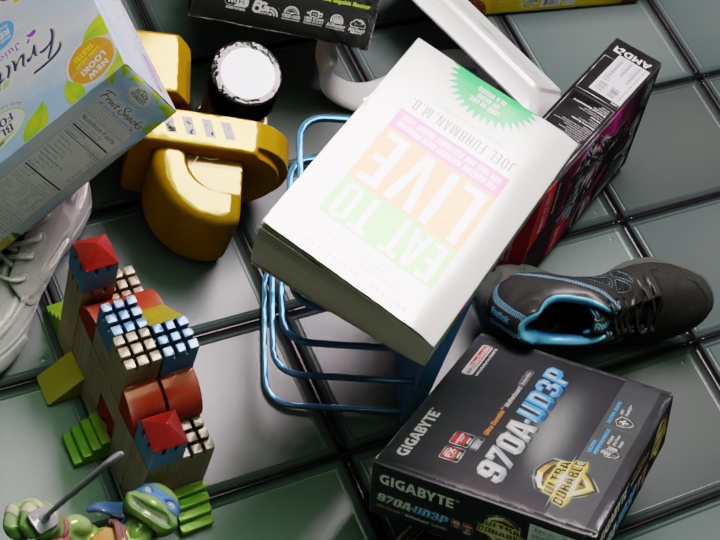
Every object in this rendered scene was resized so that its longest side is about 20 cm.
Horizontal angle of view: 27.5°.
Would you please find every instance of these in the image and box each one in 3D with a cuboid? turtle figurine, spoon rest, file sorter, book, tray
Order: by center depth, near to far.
[{"bbox_3d":[-0.165,0.211,0.885,0.144,0.199,0.195,44,71,-33],"label":"turtle figurine"},{"bbox_3d":[0.039,-0.048,0.956,0.133,0.048,0.200,33,56,7],"label":"book"},{"bbox_3d":[0.000,0.000,1.060,0.121,0.201,0.140,4,56,-10],"label":"file sorter"},{"bbox_3d":[0.046,-0.159,1.272,0.198,0.061,0.100,10,55,-27],"label":"spoon rest"},{"bbox_3d":[0.105,-0.206,1.297,0.200,0.022,0.107,47,20,15],"label":"tray"}]

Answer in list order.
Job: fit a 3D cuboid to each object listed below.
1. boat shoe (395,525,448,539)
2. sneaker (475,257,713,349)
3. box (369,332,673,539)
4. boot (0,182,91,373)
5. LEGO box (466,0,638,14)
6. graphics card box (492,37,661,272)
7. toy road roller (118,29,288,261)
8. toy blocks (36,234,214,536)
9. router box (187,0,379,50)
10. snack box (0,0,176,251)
[{"bbox_3d":[0.113,0.178,1.056,0.198,0.065,0.072,-13,62,-24],"label":"boat shoe"},{"bbox_3d":[0.193,0.036,1.153,0.198,0.074,0.082,-3,19,-15],"label":"sneaker"},{"bbox_3d":[0.118,0.126,1.035,0.158,0.046,0.200,17,30,21],"label":"box"},{"bbox_3d":[-0.252,-0.017,1.051,0.073,0.096,0.201,19,53,3],"label":"boot"},{"bbox_3d":[0.169,-0.329,1.400,0.198,0.077,0.150,-9,61,-22],"label":"LEGO box"},{"bbox_3d":[0.168,-0.087,1.210,0.051,0.126,0.200,31,53,17],"label":"graphics card box"},{"bbox_3d":[-0.153,-0.093,1.123,0.198,0.123,0.147,7,67,-14],"label":"toy road roller"},{"bbox_3d":[-0.152,0.067,1.004,0.099,0.137,0.201,-17,64,-26],"label":"toy blocks"},{"bbox_3d":[-0.067,-0.257,1.238,0.148,0.063,0.200,10,26,-12],"label":"router box"},{"bbox_3d":[-0.243,-0.115,1.012,0.199,0.068,0.169,-37,52,10],"label":"snack box"}]
